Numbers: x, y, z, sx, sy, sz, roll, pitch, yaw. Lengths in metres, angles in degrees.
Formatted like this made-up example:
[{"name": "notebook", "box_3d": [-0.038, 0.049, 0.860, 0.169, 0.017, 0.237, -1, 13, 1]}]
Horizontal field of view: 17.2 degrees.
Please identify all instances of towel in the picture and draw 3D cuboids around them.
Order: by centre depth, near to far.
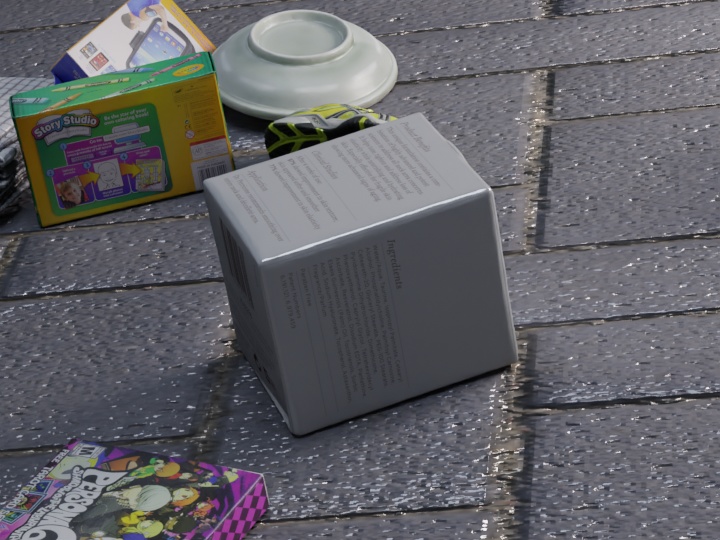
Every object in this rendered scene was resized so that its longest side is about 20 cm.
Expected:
[{"name": "towel", "box_3d": [-0.389, -0.121, 2.364, 0.164, 0.086, 0.200, 5, 31, 23]}]

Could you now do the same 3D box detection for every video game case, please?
[{"name": "video game case", "box_3d": [-0.193, 0.204, 1.764, 0.180, 0.036, 0.200, 8, 34, 28]}]

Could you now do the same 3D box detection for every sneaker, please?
[{"name": "sneaker", "box_3d": [0.004, -0.128, 2.251, 0.199, 0.076, 0.076, 12, 36, 33]}]

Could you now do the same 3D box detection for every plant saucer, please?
[{"name": "plant saucer", "box_3d": [-0.061, -0.221, 2.432, 0.198, 0.051, 0.201, -1, 34, 1]}]

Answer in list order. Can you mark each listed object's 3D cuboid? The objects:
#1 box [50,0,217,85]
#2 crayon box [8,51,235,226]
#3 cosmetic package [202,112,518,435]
[{"name": "box", "box_3d": [-0.228, -0.203, 2.422, 0.041, 0.119, 0.200, -39, 7, 39]}, {"name": "crayon box", "box_3d": [-0.226, -0.126, 2.278, 0.198, 0.120, 0.058, -13, 29, -5]}, {"name": "cosmetic package", "box_3d": [0.000, 0.000, 1.928, 0.198, 0.168, 0.168, -18, 30, -11]}]
